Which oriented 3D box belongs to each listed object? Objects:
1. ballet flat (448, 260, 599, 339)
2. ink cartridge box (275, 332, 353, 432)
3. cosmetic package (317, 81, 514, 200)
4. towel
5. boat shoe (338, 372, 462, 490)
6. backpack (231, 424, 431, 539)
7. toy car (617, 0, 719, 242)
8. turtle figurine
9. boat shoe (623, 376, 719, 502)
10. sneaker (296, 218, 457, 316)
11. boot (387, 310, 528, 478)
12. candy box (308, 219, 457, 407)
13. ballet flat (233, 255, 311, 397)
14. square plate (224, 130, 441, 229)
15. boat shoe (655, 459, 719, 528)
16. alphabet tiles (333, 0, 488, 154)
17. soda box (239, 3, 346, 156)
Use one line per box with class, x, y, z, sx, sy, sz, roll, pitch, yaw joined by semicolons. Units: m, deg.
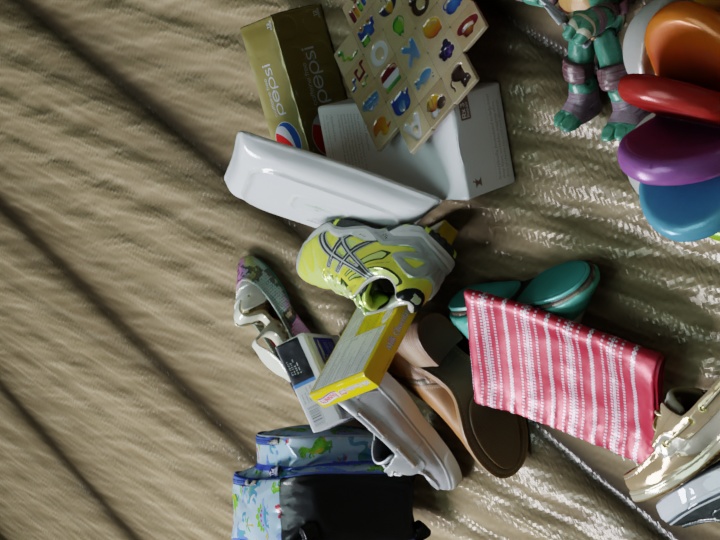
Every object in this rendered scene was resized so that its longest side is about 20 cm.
ballet flat;0.166;0.038;1.331;0.071;0.067;0.200;51;147;-17
ink cartridge box;-0.037;0.119;1.530;0.100;0.039;0.200;64;-172;8
cosmetic package;0.051;-0.123;1.380;0.199;0.074;0.102;4;110;48
towel;0.185;0.099;1.293;0.199;0.022;0.145;19;137;29
boat shoe;0.040;0.177;1.475;0.072;0.068;0.200;37;166;45
backpack;-0.049;0.248;1.603;0.200;0.182;0.148;-17;73;57
toy car;0.257;-0.110;1.059;0.175;0.149;0.201;18;120;46
turtle figurine;0.175;-0.209;1.155;0.150;0.100;0.201;-124;12;-65
boat shoe;0.287;0.127;1.202;0.069;0.074;0.200;53;131;12
sneaker;0.000;0.000;1.364;0.199;0.077;0.075;-4;137;49
boot;0.084;0.122;1.467;0.201;0.074;0.155;60;158;-9
candy box;0.024;0.042;1.403;0.026;0.201;0.102;38;147;-15
ballet flat;-0.104;0.066;1.667;0.200;0.071;0.069;54;142;20
square plate;-0.036;-0.071;1.388;0.198;0.199;0.029;134;155;-76
boat shoe;0.325;0.188;1.182;0.071;0.072;0.200;59;144;8
alphabet tiles;0.044;-0.214;1.326;0.167;0.006;0.201;-48;49;32
soda box;-0.059;-0.173;1.496;0.064;0.068;0.201;-8;100;53
